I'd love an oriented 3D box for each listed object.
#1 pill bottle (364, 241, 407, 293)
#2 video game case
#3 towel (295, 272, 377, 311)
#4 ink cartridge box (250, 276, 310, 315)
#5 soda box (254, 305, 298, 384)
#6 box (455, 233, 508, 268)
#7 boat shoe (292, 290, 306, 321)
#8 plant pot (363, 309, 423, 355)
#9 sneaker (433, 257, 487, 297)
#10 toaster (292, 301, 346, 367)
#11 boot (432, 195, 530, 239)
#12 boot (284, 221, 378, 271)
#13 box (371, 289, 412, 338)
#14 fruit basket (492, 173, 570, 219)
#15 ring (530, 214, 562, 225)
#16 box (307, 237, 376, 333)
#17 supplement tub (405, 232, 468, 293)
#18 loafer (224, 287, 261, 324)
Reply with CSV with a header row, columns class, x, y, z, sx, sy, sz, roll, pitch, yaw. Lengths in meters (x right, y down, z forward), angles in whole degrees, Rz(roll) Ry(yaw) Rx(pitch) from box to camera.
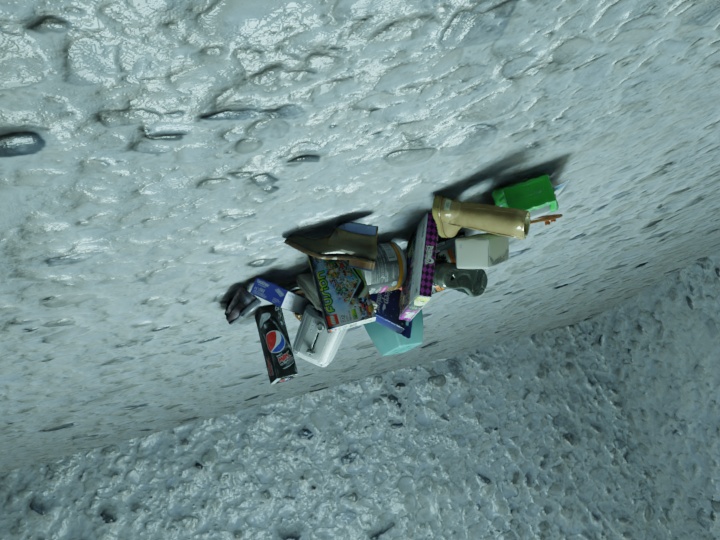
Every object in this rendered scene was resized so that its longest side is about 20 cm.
class,x,y,z,sx,sy,sz,roll,pitch,yaw
pill bottle,0.000,0.000,1.598,0.197,0.118,0.116,-9,162,-26
video game case,0.134,-0.006,1.579,0.035,0.203,0.182,11,158,-8
towel,-0.059,0.057,1.640,0.131,0.200,0.035,-4,118,-30
ink cartridge box,-0.182,0.069,1.681,0.093,0.045,0.200,23,177,21
soda box,-0.229,0.199,1.855,0.063,0.203,0.071,-8,162,-27
box,0.289,-0.048,1.609,0.081,0.069,0.199,1,-173,26
boat shoe,-0.150,0.108,1.878,0.069,0.071,0.200,-18,162,6
plant pot,0.092,0.131,1.961,0.140,0.203,0.141,-3,158,-38
sneaker,0.221,0.011,1.652,0.198,0.077,0.114,9,-170,-44
toaster,-0.093,0.146,1.676,0.112,0.131,0.200,24,-168,2
boot,0.262,-0.098,1.469,0.197,0.067,0.175,12,172,20
boot,-0.056,-0.068,1.437,0.197,0.098,0.075,15,-176,-11
box,0.057,0.083,1.749,0.198,0.122,0.032,28,134,-16
fruit basket,0.370,-0.145,1.551,0.183,0.095,0.200,-18,167,2
ring,0.391,-0.113,1.667,0.197,0.020,0.200,-9,-175,1
box,-0.044,0.024,1.481,0.109,0.203,0.035,-15,164,-7
supplement tub,0.198,-0.010,1.753,0.198,0.124,0.122,-21,163,14
loafer,-0.298,0.083,1.693,0.072,0.063,0.200,-40,-174,-27
